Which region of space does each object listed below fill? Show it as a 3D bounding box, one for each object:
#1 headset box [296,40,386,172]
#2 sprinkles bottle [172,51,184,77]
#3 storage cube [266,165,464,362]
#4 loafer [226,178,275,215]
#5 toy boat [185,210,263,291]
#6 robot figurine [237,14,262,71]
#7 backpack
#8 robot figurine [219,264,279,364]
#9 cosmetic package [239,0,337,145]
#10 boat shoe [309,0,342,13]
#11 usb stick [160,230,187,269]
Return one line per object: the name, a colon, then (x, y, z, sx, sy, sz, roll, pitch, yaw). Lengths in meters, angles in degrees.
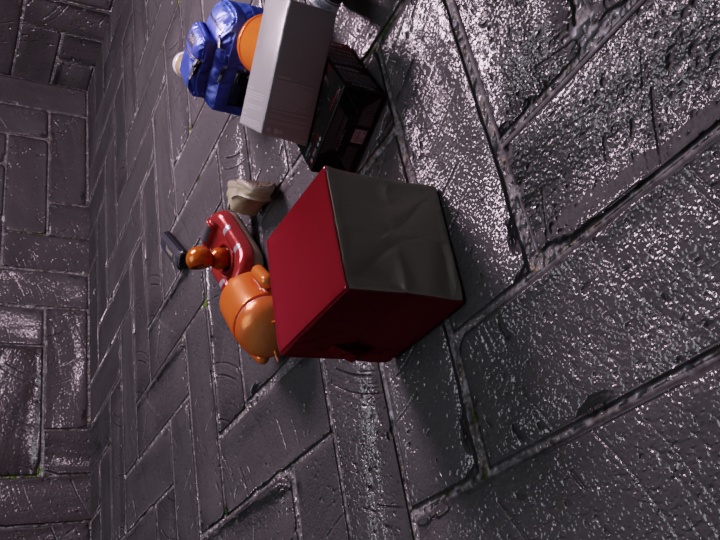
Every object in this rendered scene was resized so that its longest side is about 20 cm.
headset box: (-0.051, -0.264, 1.210, 0.149, 0.075, 0.200, -64, 35, 31)
sprinkles bottle: (-0.414, -0.503, 1.915, 0.200, 0.068, 0.068, 39, 118, 57)
storage cube: (0.000, 0.000, 0.974, 0.180, 0.171, 0.200, -46, 46, 46)
loafer: (-0.215, -0.141, 1.493, 0.200, 0.076, 0.068, -165, 81, -70)
toy boat: (-0.279, -0.022, 1.502, 0.200, 0.131, 0.131, 54, 133, 32)
robot figurine: (-0.150, -0.389, 1.355, 0.200, 0.117, 0.144, 42, 159, 56)
backpack: (-0.259, -0.431, 1.528, 0.163, 0.168, 0.200, 55, 128, 41)
robot figurine: (-0.175, 0.077, 1.332, 0.144, 0.117, 0.200, -50, 34, 3)
cosmetic package: (-0.113, -0.304, 1.166, 0.107, 0.090, 0.200, 38, 114, 57)
boat shoe: (-0.051, -0.468, 1.229, 0.066, 0.070, 0.200, -53, 17, 24)
usb stick: (-0.486, -0.054, 1.998, 0.200, 0.033, 0.056, 35, 114, 57)
